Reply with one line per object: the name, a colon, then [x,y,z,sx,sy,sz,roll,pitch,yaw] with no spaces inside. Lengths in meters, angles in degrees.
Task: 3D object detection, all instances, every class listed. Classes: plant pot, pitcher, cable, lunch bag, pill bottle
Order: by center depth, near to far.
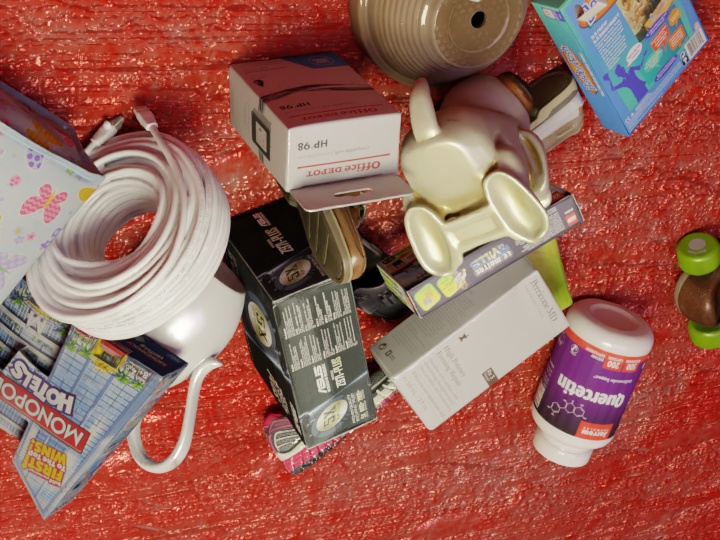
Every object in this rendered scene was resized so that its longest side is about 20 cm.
lunch bag: [-0.358,-0.088,1.158,0.170,0.127,0.200,-49,138,11]
cable: [-0.217,-0.033,1.221,0.200,0.200,0.069,-45,143,-3]
plant pot: [0.097,-0.264,1.311,0.200,0.093,0.201,-15,126,-21]
pitcher: [-0.194,0.086,1.332,0.200,0.172,0.121,-48,162,9]
pill bottle: [0.284,0.144,1.662,0.112,0.112,0.201,2,119,-29]

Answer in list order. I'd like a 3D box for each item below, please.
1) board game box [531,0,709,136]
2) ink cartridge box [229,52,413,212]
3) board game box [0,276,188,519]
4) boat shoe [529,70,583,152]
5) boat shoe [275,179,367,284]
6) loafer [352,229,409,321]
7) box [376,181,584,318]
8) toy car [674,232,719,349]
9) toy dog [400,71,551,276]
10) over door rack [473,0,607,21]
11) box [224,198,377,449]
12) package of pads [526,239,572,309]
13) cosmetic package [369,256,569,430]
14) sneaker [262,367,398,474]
board game box: [0.283,-0.267,1.419,0.152,0.045,0.200,-49,131,-10]
ink cartridge box: [-0.037,-0.135,1.250,0.115,0.200,0.067,-11,124,-22]
board game box: [-0.298,0.127,1.288,0.200,0.200,0.062,-63,168,17]
boat shoe: [0.163,-0.132,1.443,0.200,0.075,0.068,-35,124,-5]
boat shoe: [-0.025,-0.068,1.299,0.068,0.200,0.072,-9,137,-20]
loafer: [0.000,0.000,1.447,0.072,0.063,0.200,-40,130,0]
box: [0.124,-0.029,1.388,0.200,0.110,0.035,-31,112,-7]
toy car: [0.508,0.046,1.662,0.157,0.200,0.165,-28,129,-9]
toy dog: [0.106,-0.117,1.308,0.139,0.200,0.194,-32,106,31]
over door rack: [0.174,-0.348,1.255,0.147,0.067,0.201,4,79,-30]
box: [-0.066,0.054,1.381,0.086,0.164,0.200,-22,128,-15]
package of pads: [0.155,-0.008,1.523,0.154,0.068,0.200,-30,130,-8]
cosmetic package: [0.122,0.073,1.466,0.200,0.074,0.102,-37,127,-1]
sneaker: [-0.020,0.149,1.530,0.200,0.075,0.081,-35,171,-18]
